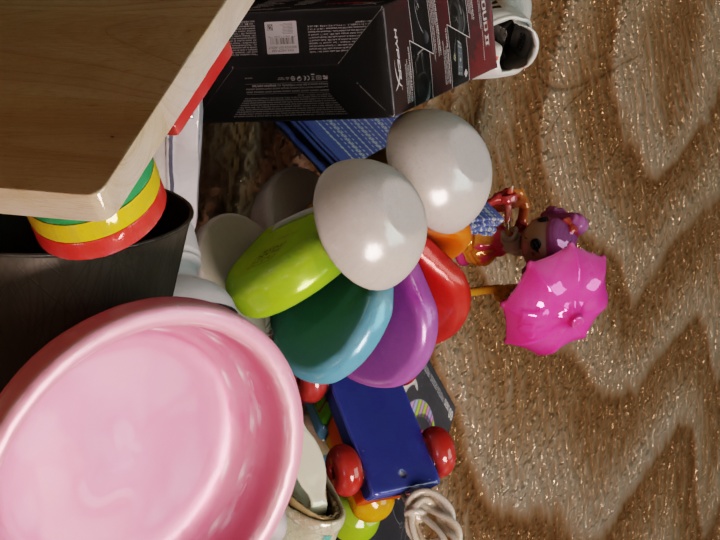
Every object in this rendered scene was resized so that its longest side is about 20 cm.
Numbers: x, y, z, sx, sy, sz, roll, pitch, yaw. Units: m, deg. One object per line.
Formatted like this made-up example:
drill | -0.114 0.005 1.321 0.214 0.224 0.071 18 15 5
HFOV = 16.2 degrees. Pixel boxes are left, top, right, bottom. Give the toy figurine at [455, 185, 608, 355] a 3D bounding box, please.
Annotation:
toy figurine | 0.106 -0.007 1.957 0.150 0.184 0.200 66 38 -50

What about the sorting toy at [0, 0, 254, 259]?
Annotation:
sorting toy | -0.166 -0.085 1.292 0.199 0.199 0.070 -61 146 -40

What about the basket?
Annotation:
basket | -0.182 0.061 1.381 0.180 0.136 0.201 -7 113 -29

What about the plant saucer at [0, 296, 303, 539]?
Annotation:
plant saucer | -0.124 0.102 1.327 0.200 0.051 0.201 -18 123 -31

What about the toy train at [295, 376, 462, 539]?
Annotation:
toy train | 0.009 0.147 1.671 0.116 0.084 0.200 118 -44 -54

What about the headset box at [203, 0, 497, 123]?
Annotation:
headset box | -0.007 -0.154 1.694 0.200 0.148 0.077 -30 117 -62

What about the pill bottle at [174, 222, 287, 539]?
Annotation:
pill bottle | -0.118 0.075 1.497 0.112 0.112 0.201 23 50 -66

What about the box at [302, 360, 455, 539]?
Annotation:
box | -0.020 0.151 1.811 0.122 0.106 0.200 58 45 -55

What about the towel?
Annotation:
towel | 0.018 -0.073 1.826 0.024 0.145 0.200 -48 165 19

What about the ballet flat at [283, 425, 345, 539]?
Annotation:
ballet flat | -0.058 0.095 1.635 0.067 0.200 0.062 -10 151 -34

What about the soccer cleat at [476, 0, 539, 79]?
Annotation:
soccer cleat | 0.111 -0.188 2.039 0.200 0.085 0.069 -31 125 -61

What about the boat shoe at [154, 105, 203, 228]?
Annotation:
boat shoe | -0.132 -0.070 1.541 0.200 0.070 0.071 104 -11 -72

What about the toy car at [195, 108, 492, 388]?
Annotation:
toy car | 0.000 0.000 1.616 0.200 0.175 0.150 -39 103 -51
